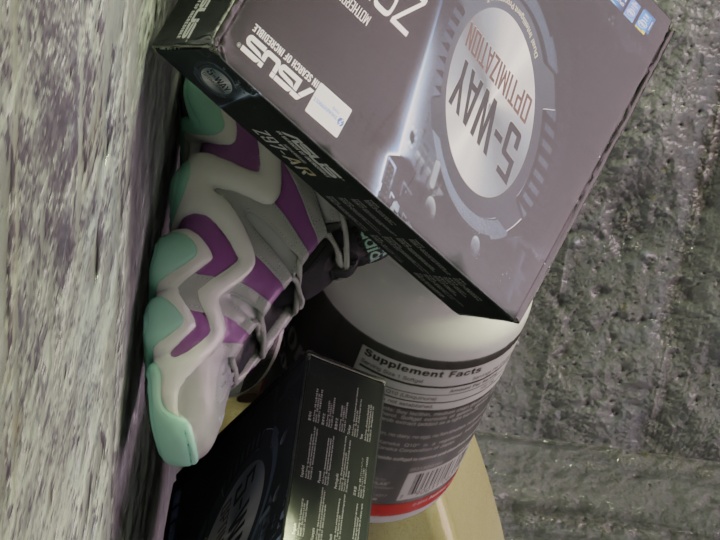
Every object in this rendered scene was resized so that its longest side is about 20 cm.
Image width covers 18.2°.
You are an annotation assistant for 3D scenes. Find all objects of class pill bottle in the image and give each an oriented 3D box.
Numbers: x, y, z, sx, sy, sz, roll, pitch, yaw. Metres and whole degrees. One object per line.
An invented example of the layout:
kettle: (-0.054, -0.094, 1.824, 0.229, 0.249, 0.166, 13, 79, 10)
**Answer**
pill bottle: (0.022, 0.026, 1.142, 0.116, 0.115, 0.201, -81, -171, -47)

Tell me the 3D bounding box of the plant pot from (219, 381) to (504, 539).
plant pot: (-0.019, 0.150, 1.364, 0.200, 0.198, 0.178, -80, 165, -63)

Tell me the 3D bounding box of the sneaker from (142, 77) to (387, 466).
sneaker: (-0.020, -0.005, 0.999, 0.078, 0.139, 0.201, 95, 2, -72)

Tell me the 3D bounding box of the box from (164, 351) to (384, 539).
box: (-0.053, 0.162, 1.065, 0.160, 0.043, 0.201, -43, -148, 51)

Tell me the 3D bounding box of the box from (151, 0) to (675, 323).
box: (0.029, -0.099, 0.944, 0.043, 0.200, 0.161, 7, -119, 53)

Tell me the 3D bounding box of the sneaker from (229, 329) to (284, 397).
sneaker: (-0.057, -0.030, 1.121, 0.116, 0.075, 0.201, 118, -9, -79)
